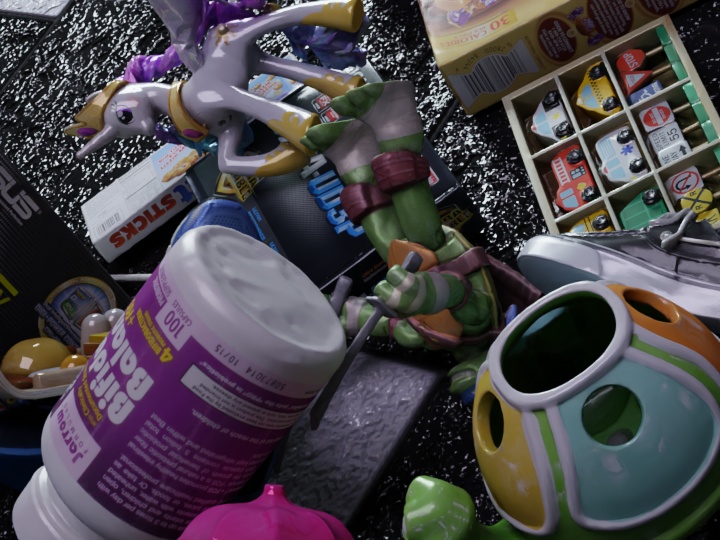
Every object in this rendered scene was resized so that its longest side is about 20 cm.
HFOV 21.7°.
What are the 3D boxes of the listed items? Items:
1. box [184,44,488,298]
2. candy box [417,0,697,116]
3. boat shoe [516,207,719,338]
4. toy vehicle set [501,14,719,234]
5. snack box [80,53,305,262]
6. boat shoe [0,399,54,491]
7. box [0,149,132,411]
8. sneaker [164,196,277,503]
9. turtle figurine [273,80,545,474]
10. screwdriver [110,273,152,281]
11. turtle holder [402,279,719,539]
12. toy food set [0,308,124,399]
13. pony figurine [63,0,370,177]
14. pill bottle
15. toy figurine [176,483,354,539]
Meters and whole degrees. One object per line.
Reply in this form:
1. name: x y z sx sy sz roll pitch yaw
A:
1. box: -0.022 -0.049 1.281 0.158 0.046 0.200 -35 40 4
2. candy box: 0.141 -0.201 1.301 0.199 0.057 0.117 -27 41 14
3. boat shoe: 0.185 0.001 1.055 0.198 0.074 0.068 13 64 35
4. toy vehicle set: 0.170 -0.068 1.179 0.124 0.027 0.201 -27 42 11
5. snack box: -0.118 -0.085 1.391 0.199 0.024 0.072 -36 28 2
6. boat shoe: -0.179 0.105 1.223 0.199 0.084 0.069 6 55 36
7. box: -0.264 0.016 1.275 0.160 0.200 0.044 -43 41 -8
8. sneaker: -0.074 0.050 1.137 0.089 0.078 0.202 142 126 -63
9. turtle figurine: 0.000 0.000 1.112 0.198 0.144 0.195 -19 79 8
10. screwdriver: -0.140 0.005 1.299 0.199 0.029 0.028 -1 92 52
11. turtle holder: 0.111 0.082 0.999 0.184 0.132 0.142 -19 44 20
12. toy food set: -0.188 0.040 1.211 0.199 0.061 0.143 -9 5 -38
13. pony figurine: -0.094 -0.150 1.299 0.198 0.167 0.194 7 62 23
14. pill bottle: -0.106 0.083 1.032 0.200 0.112 0.113 -52 36 20
15. toy figurine: -0.047 0.210 0.970 0.200 0.149 0.185 -46 46 29
